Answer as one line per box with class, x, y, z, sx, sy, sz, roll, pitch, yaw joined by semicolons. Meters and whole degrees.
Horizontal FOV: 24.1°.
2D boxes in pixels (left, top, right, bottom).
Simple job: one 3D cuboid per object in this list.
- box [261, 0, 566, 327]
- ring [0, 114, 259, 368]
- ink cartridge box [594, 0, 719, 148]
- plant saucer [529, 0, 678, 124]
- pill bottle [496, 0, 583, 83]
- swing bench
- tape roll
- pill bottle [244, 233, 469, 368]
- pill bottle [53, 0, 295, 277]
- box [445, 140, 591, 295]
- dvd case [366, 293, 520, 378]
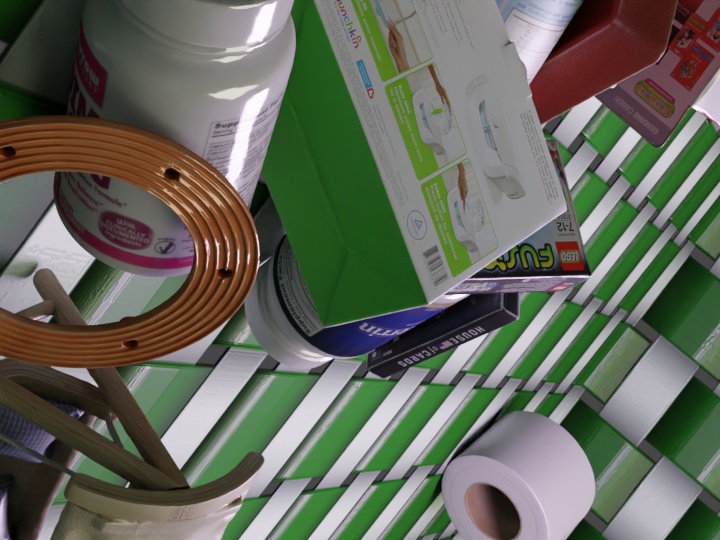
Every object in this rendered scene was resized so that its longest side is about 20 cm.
box;0.025;-0.094;1.066;0.096;0.201;0.176;-13;-167;41
ring;-0.153;-0.014;0.897;0.201;0.199;0.019;110;-18;-49
ink cartridge box;0.271;-0.212;1.462;0.084;0.200;0.176;22;110;-45
plant saucer;0.172;-0.213;1.282;0.200;0.037;0.201;-26;-139;54
pill bottle;0.092;-0.185;1.226;0.201;0.109;0.109;-57;163;25
swing bench;-0.193;0.146;1.031;0.129;0.200;0.200;-28;153;-51
tape roll;0.243;0.338;2.606;0.139;0.202;0.203;-34;157;-41
pill bottle;0.000;0.000;1.288;0.116;0.116;0.200;-35;-178;-41
pill bottle;-0.098;-0.100;0.901;0.113;0.113;0.201;-37;159;-38
box;0.072;-0.039;1.203;0.199;0.111;0.035;-2;162;-38
dvd case;0.070;-0.027;1.350;0.150;0.025;0.201;-27;-135;41
